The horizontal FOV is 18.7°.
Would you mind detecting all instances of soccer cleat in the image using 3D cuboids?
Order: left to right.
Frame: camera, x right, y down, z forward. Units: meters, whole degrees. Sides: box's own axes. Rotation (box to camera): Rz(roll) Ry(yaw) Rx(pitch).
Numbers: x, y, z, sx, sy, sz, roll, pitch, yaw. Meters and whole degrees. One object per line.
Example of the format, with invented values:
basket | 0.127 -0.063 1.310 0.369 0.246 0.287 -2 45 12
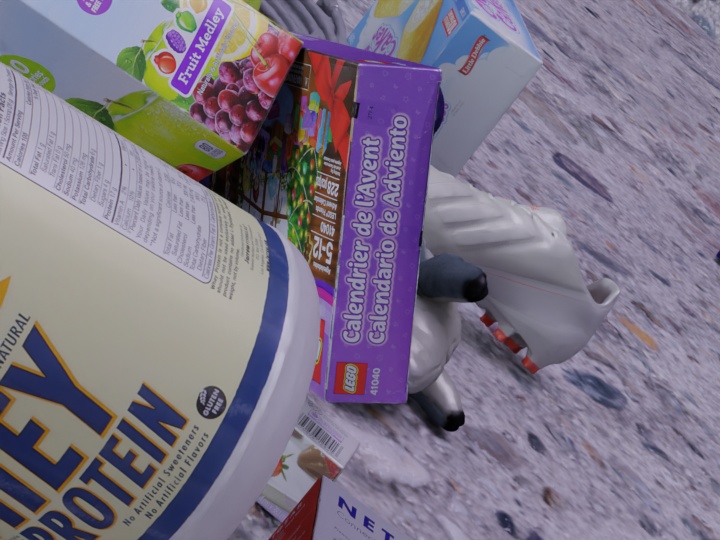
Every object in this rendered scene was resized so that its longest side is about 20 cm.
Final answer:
soccer cleat | 0.074 -0.021 1.263 0.200 0.078 0.069 44 3 -34

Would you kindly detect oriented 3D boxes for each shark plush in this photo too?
shark plush | 0.000 0.000 1.152 0.083 0.091 0.200 -2 41 -20

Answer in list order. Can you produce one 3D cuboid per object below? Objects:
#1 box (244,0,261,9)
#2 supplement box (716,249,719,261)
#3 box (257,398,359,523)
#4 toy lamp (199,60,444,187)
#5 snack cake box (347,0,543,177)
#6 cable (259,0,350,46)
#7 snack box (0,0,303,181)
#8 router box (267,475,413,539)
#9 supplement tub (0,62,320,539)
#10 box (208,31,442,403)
box | -0.141 -0.138 1.101 0.048 0.122 0.200 6 -12 45
supplement box | 0.405 -0.029 1.987 0.103 0.101 0.200 42 18 6
box | -0.089 0.029 0.933 0.200 0.039 0.041 40 16 0
toy lamp | -0.021 -0.075 1.239 0.058 0.058 0.200 44 36 12
snack cake box | 0.056 -0.157 1.559 0.067 0.115 0.200 33 18 -20
cable | -0.090 -0.156 1.336 0.200 0.069 0.200 30 22 -29
snack box | -0.152 -0.106 0.933 0.200 0.169 0.068 35 63 -18
router box | 0.042 0.185 0.806 0.200 0.049 0.180 37 18 -10
supplement tub | -0.129 0.009 0.722 0.200 0.145 0.145 31 20 -26
box | -0.023 -0.031 0.952 0.039 0.137 0.200 2 9 -20
